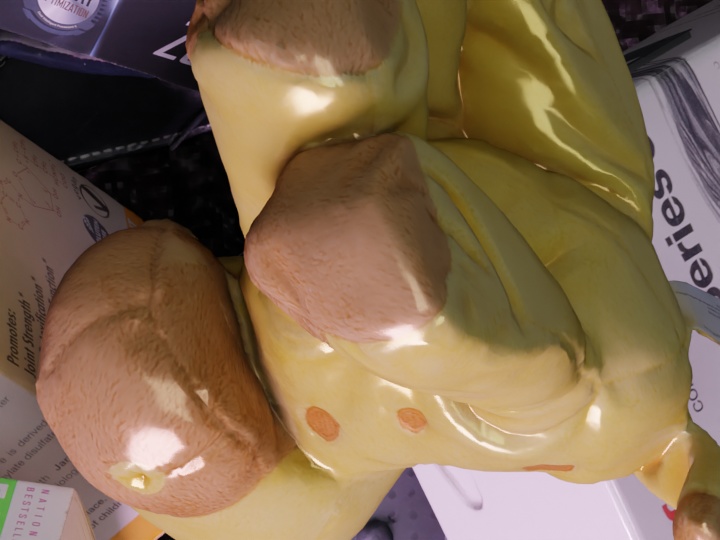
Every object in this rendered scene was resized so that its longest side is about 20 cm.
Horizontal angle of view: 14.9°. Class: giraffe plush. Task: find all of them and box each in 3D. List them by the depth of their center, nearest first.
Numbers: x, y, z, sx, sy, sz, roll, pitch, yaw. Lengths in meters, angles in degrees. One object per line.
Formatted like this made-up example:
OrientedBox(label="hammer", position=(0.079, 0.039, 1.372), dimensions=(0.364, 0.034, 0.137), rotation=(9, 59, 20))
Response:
OrientedBox(label="giraffe plush", position=(-0.009, 0.011, 0.689), dimensions=(0.162, 0.173, 0.200), rotation=(-27, 126, 29))

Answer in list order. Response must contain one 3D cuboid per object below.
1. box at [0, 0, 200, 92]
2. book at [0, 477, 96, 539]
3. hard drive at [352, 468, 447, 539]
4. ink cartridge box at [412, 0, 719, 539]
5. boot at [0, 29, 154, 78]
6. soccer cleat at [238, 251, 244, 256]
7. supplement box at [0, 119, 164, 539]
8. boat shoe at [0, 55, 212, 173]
OrientedBox(label="box", position=(-0.042, -0.141, 0.777), dimensions=(0.160, 0.044, 0.201), rotation=(16, 52, -34))
OrientedBox(label="book", position=(-0.167, 0.088, 0.743), dimensions=(0.199, 0.134, 0.048), rotation=(7, 54, 9))
OrientedBox(label="hard drive", position=(0.075, 0.111, 0.884), dimensions=(0.200, 0.042, 0.135), rotation=(44, 81, -7))
OrientedBox(label="ink cartridge box", position=(0.106, 0.006, 0.828), dimensions=(0.200, 0.084, 0.146), rotation=(-31, 99, -34))
OrientedBox(label="boot", position=(-0.132, -0.119, 0.751), dimensions=(0.199, 0.073, 0.091), rotation=(15, 40, -31))
OrientedBox(label="soccer cleat", position=(0.000, 0.000, 0.848), dimensions=(0.200, 0.081, 0.068), rotation=(-41, 128, -8))
OrientedBox(label="supplement box", position=(-0.143, -0.003, 0.759), dimensions=(0.073, 0.126, 0.200), rotation=(-39, 129, 19))
OrientedBox(label="boat shoe", position=(-0.044, -0.078, 0.850), dimensions=(0.199, 0.062, 0.075), rotation=(-24, 120, -12))
